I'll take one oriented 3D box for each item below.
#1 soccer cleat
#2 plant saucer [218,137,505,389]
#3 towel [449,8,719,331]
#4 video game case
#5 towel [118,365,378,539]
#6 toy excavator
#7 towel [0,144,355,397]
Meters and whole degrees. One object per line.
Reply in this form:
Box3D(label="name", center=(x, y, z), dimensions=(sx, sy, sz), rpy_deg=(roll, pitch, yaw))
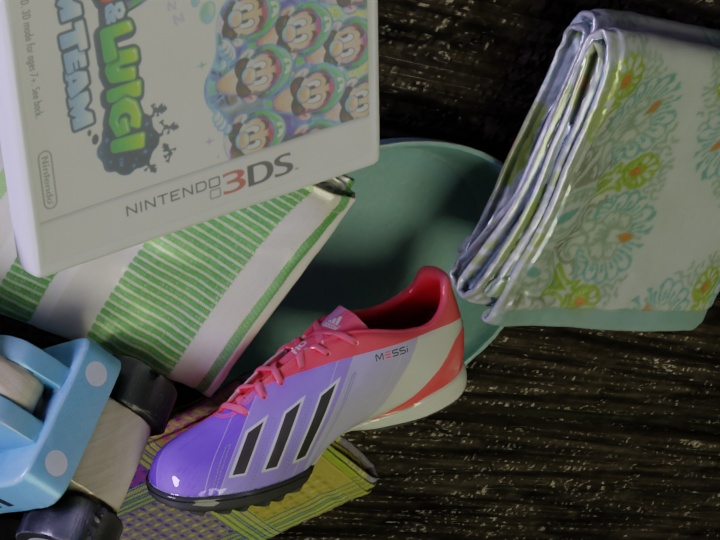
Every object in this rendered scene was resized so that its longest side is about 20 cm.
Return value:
Box3D(label="soccer cleat", center=(-0.026, 0.059, 0.844), dimensions=(0.199, 0.068, 0.074), rpy_deg=(-22, 122, -34))
Box3D(label="plant saucer", center=(0.000, 0.000, 0.895), dimensions=(0.199, 0.036, 0.201), rpy_deg=(-14, 137, -14))
Box3D(label="towel", center=(0.153, -0.047, 0.886), dimensions=(0.199, 0.048, 0.172), rpy_deg=(2, 123, -41))
Box3D(label="video game case", center=(-0.070, -0.113, 0.695), dimensions=(0.181, 0.024, 0.201), rpy_deg=(-20, 125, -30))
Box3D(label="towel", center=(-0.101, 0.124, 0.945), dimensions=(0.199, 0.023, 0.144), rpy_deg=(-26, 140, 18))
Box3D(label="toy excavator", center=(-0.180, 0.054, 0.777), dimensions=(0.200, 0.100, 0.194), rpy_deg=(36, 149, -27))
Box3D(label="towel", center=(-0.121, -0.024, 0.789), dimensions=(0.199, 0.023, 0.153), rpy_deg=(23, 119, -26))
